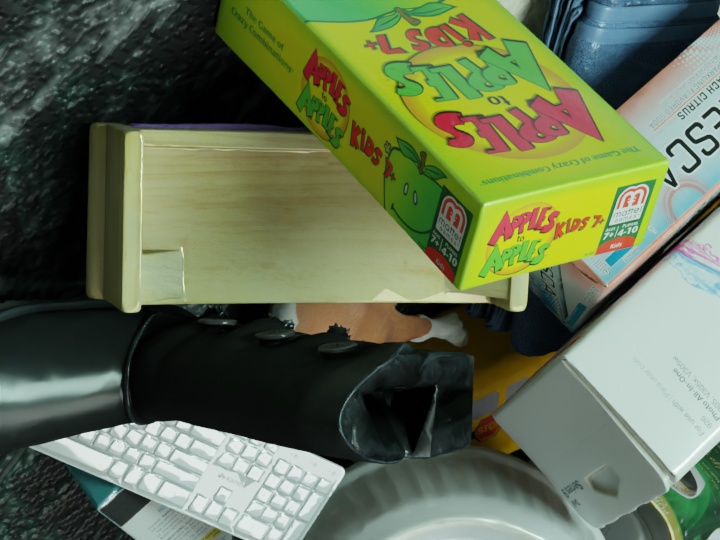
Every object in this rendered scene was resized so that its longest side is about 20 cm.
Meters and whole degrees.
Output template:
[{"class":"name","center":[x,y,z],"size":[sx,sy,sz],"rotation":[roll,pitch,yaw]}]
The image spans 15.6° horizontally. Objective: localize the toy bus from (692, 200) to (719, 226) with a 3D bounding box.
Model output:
[{"class":"toy bus","center":[0.256,-0.039,1.473],"size":[0.192,0.136,0.200],"rotation":[6,126,-30]}]

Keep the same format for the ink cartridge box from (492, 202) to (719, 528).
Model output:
[{"class":"ink cartridge box","center":[0.176,0.027,1.306],"size":[0.200,0.088,0.145],"rotation":[-43,176,-17]}]

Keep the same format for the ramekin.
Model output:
[{"class":"ramekin","center":[0.046,0.194,1.359],"size":[0.202,0.094,0.202],"rotation":[-1,96,-7]}]

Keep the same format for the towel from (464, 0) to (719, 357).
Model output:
[{"class":"towel","center":[0.123,-0.058,1.360],"size":[0.112,0.049,0.200],"rotation":[-6,115,-41]}]

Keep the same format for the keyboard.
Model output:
[{"class":"keyboard","center":[-0.103,0.083,1.284],"size":[0.200,0.011,0.056],"rotation":[26,98,-25]}]

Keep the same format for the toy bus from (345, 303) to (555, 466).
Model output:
[{"class":"toy bus","center":[0.082,0.054,1.449],"size":[0.200,0.065,0.078],"rotation":[-24,140,-23]}]

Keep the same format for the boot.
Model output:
[{"class":"boot","center":[-0.073,0.057,1.148],"size":[0.165,0.200,0.066],"rotation":[-23,118,-46]}]

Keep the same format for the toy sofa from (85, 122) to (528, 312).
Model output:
[{"class":"toy sofa","center":[-0.026,-0.027,1.211],"size":[0.200,0.098,0.083],"rotation":[0,97,-15]}]

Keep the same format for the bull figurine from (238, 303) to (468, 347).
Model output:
[{"class":"bull figurine","center":[0.000,0.000,1.321],"size":[0.121,0.065,0.200],"rotation":[-15,137,-34]}]

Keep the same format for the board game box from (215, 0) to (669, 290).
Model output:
[{"class":"board game box","center":[0.032,-0.078,1.155],"size":[0.102,0.200,0.048],"rotation":[-13,134,-33]}]

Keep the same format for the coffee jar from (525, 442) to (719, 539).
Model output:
[{"class":"coffee jar","center":[0.162,0.138,1.515],"size":[0.200,0.104,0.085],"rotation":[-12,140,-54]}]

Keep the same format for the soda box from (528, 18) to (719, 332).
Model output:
[{"class":"soda box","center":[0.156,-0.060,1.287],"size":[0.200,0.064,0.068],"rotation":[-40,172,-22]}]

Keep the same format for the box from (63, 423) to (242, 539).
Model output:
[{"class":"box","center":[-0.075,0.121,1.388],"size":[0.082,0.049,0.200],"rotation":[-42,144,-1]}]
